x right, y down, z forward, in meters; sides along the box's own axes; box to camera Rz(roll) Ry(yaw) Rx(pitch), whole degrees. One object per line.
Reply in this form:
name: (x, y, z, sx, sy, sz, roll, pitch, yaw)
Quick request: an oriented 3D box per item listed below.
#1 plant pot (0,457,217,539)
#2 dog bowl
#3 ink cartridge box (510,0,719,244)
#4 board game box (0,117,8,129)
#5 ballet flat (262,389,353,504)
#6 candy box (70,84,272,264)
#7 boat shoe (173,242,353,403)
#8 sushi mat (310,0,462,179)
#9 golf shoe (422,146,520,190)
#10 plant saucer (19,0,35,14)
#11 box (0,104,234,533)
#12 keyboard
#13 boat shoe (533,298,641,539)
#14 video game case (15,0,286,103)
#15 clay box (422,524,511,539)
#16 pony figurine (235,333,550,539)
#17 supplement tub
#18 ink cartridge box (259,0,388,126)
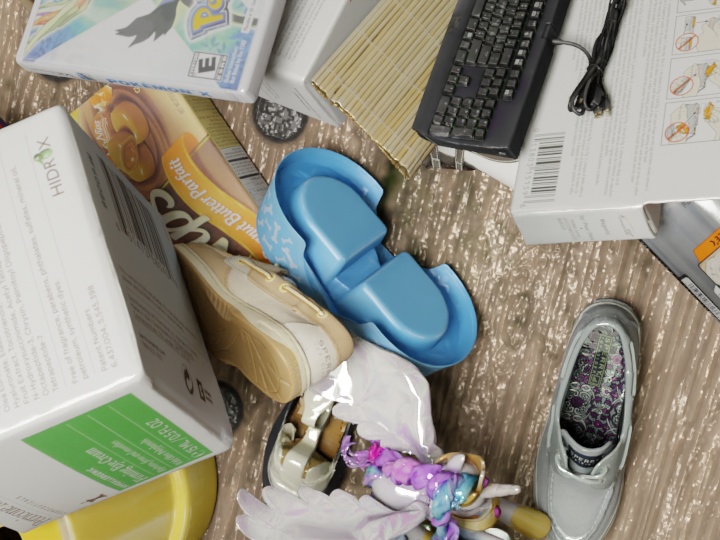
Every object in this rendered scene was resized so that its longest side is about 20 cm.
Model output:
plant pot: (-0.238, 0.185, 1.099, 0.200, 0.189, 0.202, 3, 100, 15)
dog bowl: (0.000, 0.000, 1.044, 0.200, 0.111, 0.050, 50, 130, 3)
ink cartridge box: (0.199, -0.114, 0.926, 0.173, 0.044, 0.201, -2, 58, 26)
board game box: (-0.249, -0.026, 1.116, 0.200, 0.032, 0.120, 42, 135, 10)
ballet flat: (-0.038, 0.123, 1.093, 0.073, 0.073, 0.201, 25, 105, 11)
candy box: (-0.143, -0.061, 1.101, 0.115, 0.055, 0.200, -35, 89, 19)
boat shoe: (-0.074, 0.029, 1.004, 0.200, 0.069, 0.074, 38, 141, 48)
sushi mat: (0.053, -0.162, 0.971, 0.096, 0.200, 0.012, 41, 151, -6)
golf shoe: (0.073, -0.099, 1.027, 0.200, 0.078, 0.095, 47, 111, 16)
plant saucer: (-0.164, -0.254, 0.985, 0.199, 0.029, 0.201, -6, 72, 20)
box: (-0.212, 0.040, 0.919, 0.171, 0.199, 0.201, -22, 68, 4)
keyboard: (0.120, -0.161, 0.946, 0.127, 0.021, 0.201, 11, 64, 18)
boat shoe: (0.165, 0.122, 1.031, 0.070, 0.072, 0.202, 11, 103, 14)
video game case: (-0.125, -0.218, 0.932, 0.182, 0.022, 0.201, 11, 78, 23)
clay box: (0.071, 0.293, 1.099, 0.114, 0.048, 0.201, 0, 97, 16)
pony figurine: (0.034, 0.152, 0.982, 0.192, 0.200, 0.167, 13, 71, 22)
supplement tub: (0.292, -0.004, 0.948, 0.200, 0.123, 0.123, 46, 108, 5)
ink cartridge box: (-0.077, -0.211, 1.002, 0.199, 0.083, 0.146, 24, 83, 24)
